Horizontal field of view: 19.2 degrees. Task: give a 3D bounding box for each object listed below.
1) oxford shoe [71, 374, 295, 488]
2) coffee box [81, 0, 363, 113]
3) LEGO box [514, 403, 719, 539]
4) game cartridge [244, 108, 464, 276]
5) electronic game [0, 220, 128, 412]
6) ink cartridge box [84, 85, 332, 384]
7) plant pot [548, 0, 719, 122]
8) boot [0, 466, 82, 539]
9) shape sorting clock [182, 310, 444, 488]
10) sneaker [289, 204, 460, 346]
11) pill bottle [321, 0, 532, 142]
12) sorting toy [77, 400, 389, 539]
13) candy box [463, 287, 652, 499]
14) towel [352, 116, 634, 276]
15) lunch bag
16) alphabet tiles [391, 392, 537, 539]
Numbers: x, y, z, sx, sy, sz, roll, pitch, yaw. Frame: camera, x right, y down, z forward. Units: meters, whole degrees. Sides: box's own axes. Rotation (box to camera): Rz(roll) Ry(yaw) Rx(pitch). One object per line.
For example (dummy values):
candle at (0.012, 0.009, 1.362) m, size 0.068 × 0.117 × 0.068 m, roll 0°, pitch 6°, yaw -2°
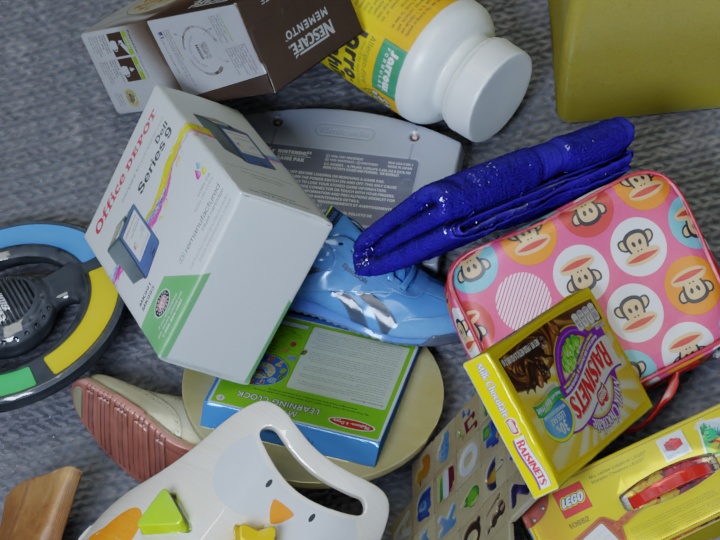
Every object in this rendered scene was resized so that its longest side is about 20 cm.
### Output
oxford shoe at (-0.133, 0.128, 1.636) m, size 0.200 × 0.071 × 0.074 m, roll 29°, pitch 47°, yaw 20°
coffee box at (-0.114, -0.192, 1.720) m, size 0.200 × 0.080 × 0.114 m, roll -2°, pitch 28°, yaw 47°
LEGO box at (0.218, 0.177, 1.491) m, size 0.200 × 0.149 × 0.077 m, roll -24°, pitch 60°, yaw -5°
game cartridge at (-0.020, -0.068, 1.734) m, size 0.199 × 0.041 × 0.133 m, roll 8°, pitch 66°, yaw 13°
electronic game at (-0.280, 0.035, 1.694) m, size 0.199 × 0.042 × 0.200 m, roll -8°, pitch 46°, yaw 9°
ink cartridge box at (-0.121, -0.031, 1.619) m, size 0.146 × 0.087 × 0.200 m, roll -62°, pitch 33°, yaw 17°
plant pot at (0.246, -0.259, 1.714) m, size 0.199 × 0.177 × 0.201 m, roll -5°, pitch 60°, yaw 6°
boot at (-0.231, 0.239, 1.539) m, size 0.068 × 0.188 × 0.200 m, roll 27°, pitch 62°, yaw -20°
shape sorting clock at (-0.036, 0.092, 1.620) m, size 0.199 × 0.039 × 0.200 m, roll 3°, pitch 38°, yaw -3°
sneaker at (0.000, 0.000, 1.651) m, size 0.200 × 0.079 × 0.066 m, roll 17°, pitch 29°, yaw 9°
pill bottle at (0.039, -0.190, 1.747) m, size 0.200 × 0.113 × 0.113 m, roll 35°, pitch 72°, yaw 24°
sorting toy at (-0.076, 0.193, 1.473) m, size 0.200 × 0.107 × 0.180 m, roll 38°, pitch 74°, yaw 2°
candy box at (0.140, 0.081, 1.470) m, size 0.026 × 0.200 × 0.102 m, roll -26°, pitch 90°, yaw 29°
towel at (0.103, -0.049, 1.610) m, size 0.200 × 0.148 × 0.050 m, roll -20°, pitch 80°, yaw -33°
lunch bag at (0.178, 0.037, 1.600) m, size 0.200 × 0.082 × 0.177 m, roll -24°, pitch 82°, yaw -4°
alphabet tiles at (0.071, 0.170, 1.502) m, size 0.006 × 0.200 × 0.167 m, roll 19°, pitch 45°, yaw -21°
